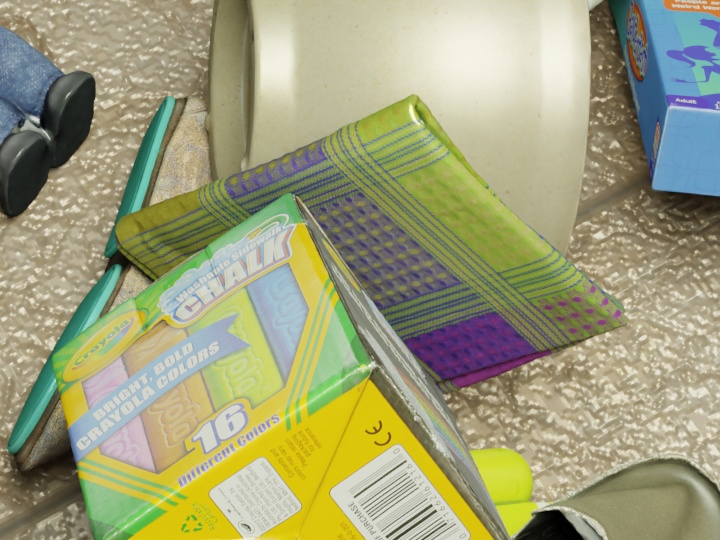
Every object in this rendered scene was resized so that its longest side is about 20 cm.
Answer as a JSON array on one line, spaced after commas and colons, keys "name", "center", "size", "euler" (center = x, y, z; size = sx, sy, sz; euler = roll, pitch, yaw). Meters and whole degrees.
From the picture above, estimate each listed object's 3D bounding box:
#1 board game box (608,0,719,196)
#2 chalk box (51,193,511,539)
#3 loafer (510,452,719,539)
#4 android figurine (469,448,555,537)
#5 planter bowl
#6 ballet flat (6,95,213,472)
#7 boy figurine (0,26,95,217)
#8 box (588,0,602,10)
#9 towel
[{"name": "board game box", "center": [0.200, -0.094, 1.212], "size": [0.151, 0.045, 0.200], "euler": [5, 29, -5]}, {"name": "chalk box", "center": [-0.035, 0.066, 1.023], "size": [0.124, 0.125, 0.200], "euler": [-34, 27, 4]}, {"name": "loafer", "center": [0.092, 0.127, 1.050], "size": [0.075, 0.070, 0.200], "euler": [47, 46, 12]}, {"name": "android figurine", "center": [0.073, 0.156, 1.094], "size": [0.199, 0.041, 0.183], "euler": [-1, 54, -33]}, {"name": "planter bowl", "center": [0.006, -0.080, 1.142], "size": [0.134, 0.200, 0.201], "euler": [1, 63, -13]}, {"name": "ballet flat", "center": [-0.090, 0.011, 1.171], "size": [0.067, 0.068, 0.201], "euler": [28, 63, -12]}, {"name": "boy figurine", "center": [-0.224, -0.103, 1.210], "size": [0.199, 0.065, 0.125], "euler": [30, 64, 9]}, {"name": "box", "center": [0.121, -0.231, 1.255], "size": [0.200, 0.128, 0.109], "euler": [-37, 29, -26]}, {"name": "towel", "center": [0.000, 0.000, 1.088], "size": [0.144, 0.200, 0.023], "euler": [41, 53, -24]}]
